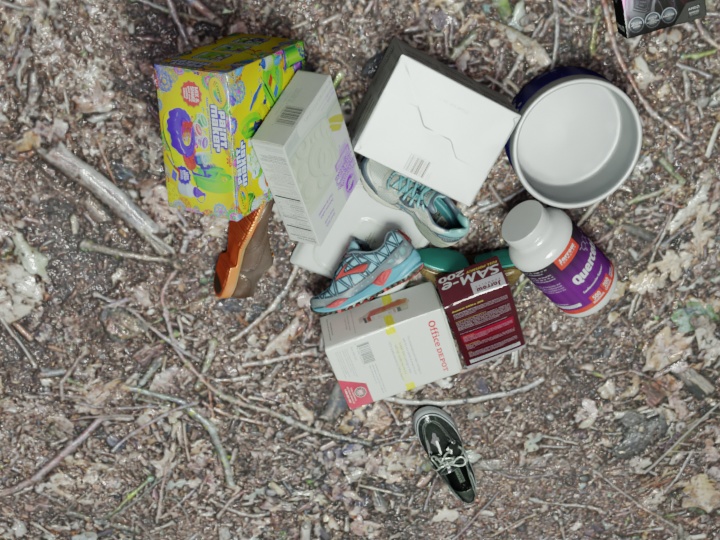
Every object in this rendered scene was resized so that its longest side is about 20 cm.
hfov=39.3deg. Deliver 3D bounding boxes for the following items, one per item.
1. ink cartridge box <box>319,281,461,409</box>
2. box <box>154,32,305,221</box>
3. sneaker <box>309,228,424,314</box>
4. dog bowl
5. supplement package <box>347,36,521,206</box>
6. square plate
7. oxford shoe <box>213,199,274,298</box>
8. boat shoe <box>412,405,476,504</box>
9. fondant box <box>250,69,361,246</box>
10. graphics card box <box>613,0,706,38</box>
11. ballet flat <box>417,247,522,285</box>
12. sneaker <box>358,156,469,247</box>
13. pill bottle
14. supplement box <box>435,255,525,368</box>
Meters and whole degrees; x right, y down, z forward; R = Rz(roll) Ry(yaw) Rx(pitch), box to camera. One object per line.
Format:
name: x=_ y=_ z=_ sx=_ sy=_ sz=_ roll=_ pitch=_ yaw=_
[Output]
ink cartridge box: x=0.050 y=0.122 z=1.638 sx=0.197 sy=0.084 sz=0.146 roll=-18 pitch=127 yaw=3
box: x=-0.171 y=-0.203 z=1.391 sx=0.120 sy=0.192 sz=0.203 roll=12 pitch=118 yaw=25
sneaker: x=0.000 y=0.000 z=1.573 sx=0.198 sy=0.079 sz=0.097 roll=-27 pitch=86 yaw=17
dog bowl: x=0.318 y=-0.201 z=1.523 sx=0.197 sy=0.079 sz=0.203 roll=-2 pitch=115 yaw=-5
supplement package: x=0.104 y=-0.217 z=1.475 sx=0.198 sy=0.111 sz=0.157 roll=24 pitch=111 yaw=-15
square plate: x=0.016 y=-0.056 z=1.591 sx=0.196 sy=0.029 sz=0.202 roll=23 pitch=112 yaw=-15
oxford shoe: x=-0.166 y=-0.046 z=1.565 sx=0.072 sy=0.072 sz=0.202 roll=8 pitch=121 yaw=-31
boat shoe: x=0.152 y=0.329 z=1.767 sx=0.073 sy=0.068 sz=0.201 roll=-21 pitch=116 yaw=4
fondant box: x=-0.071 y=-0.156 z=1.415 sx=0.057 sy=0.145 sz=0.201 roll=14 pitch=146 yaw=24
graphics card box: x=0.417 y=-0.446 z=1.432 sx=0.124 sy=0.051 sz=0.202 roll=-15 pitch=117 yaw=1
ballet flat: x=0.170 y=0.005 z=1.615 sx=0.197 sy=0.068 sz=0.073 roll=-3 pitch=130 yaw=-18
sneaker: x=0.088 y=-0.116 z=1.519 sx=0.199 sy=0.086 sz=0.078 roll=35 pitch=76 yaw=-13
pill bottle: x=0.308 y=-0.021 z=1.574 sx=0.112 sy=0.113 sz=0.199 roll=-42 pitch=124 yaw=14
supplement box: x=0.193 y=0.070 z=1.606 sx=0.107 sy=0.061 sz=0.201 roll=-20 pitch=144 yaw=4
